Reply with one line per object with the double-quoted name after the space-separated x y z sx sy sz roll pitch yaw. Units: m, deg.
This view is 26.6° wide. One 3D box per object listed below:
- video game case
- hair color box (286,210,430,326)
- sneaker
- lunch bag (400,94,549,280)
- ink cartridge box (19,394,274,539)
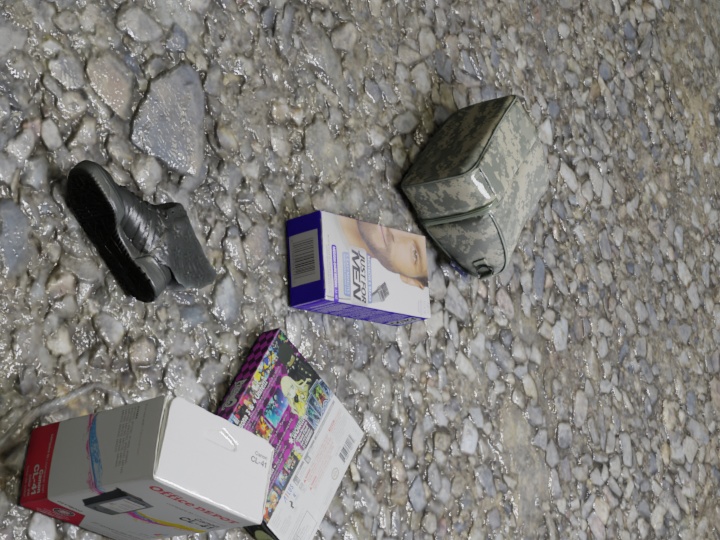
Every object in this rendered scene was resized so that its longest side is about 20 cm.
-0.090 0.199 1.721 0.182 0.036 0.201 52 45 -27 "video game case"
0.000 0.000 1.865 0.199 0.064 0.111 12 70 -50 "hair color box"
-0.228 -0.048 1.612 0.104 0.060 0.201 -50 123 -43 "sneaker"
0.166 -0.107 2.034 0.168 0.138 0.201 55 45 -23 "lunch bag"
-0.205 0.194 1.456 0.147 0.199 0.087 31 57 -40 "ink cartridge box"
